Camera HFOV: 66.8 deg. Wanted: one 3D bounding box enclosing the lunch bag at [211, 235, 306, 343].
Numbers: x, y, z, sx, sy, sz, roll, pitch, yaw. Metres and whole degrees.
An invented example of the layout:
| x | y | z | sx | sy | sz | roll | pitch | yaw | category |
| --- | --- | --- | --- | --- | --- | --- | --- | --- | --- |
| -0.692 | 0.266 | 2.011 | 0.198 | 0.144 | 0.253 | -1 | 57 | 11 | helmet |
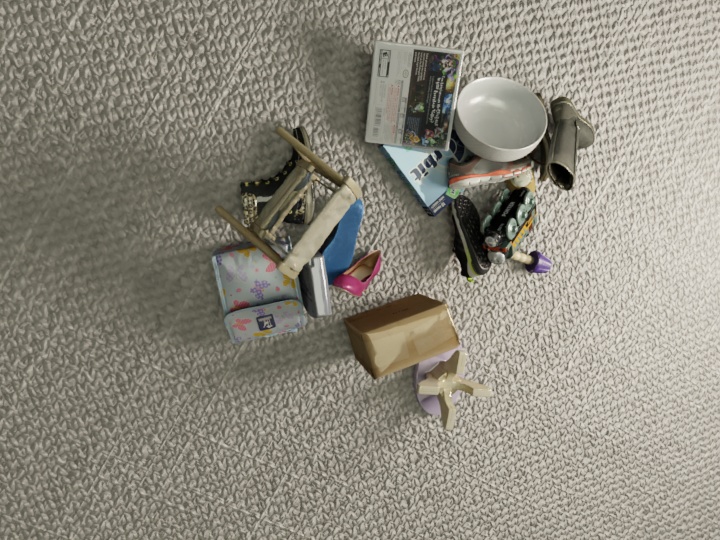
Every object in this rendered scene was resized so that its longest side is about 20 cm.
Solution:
| x | y | z | sx | sy | sz | roll | pitch | yaw | category |
| --- | --- | --- | --- | --- | --- | --- | --- | --- | --- |
| -0.207 | 0.043 | 1.140 | 0.168 | 0.127 | 0.202 | -9 | 105 | -8 | lunch bag |

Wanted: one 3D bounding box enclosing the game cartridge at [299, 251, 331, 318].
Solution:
| x | y | z | sx | sy | sz | roll | pitch | yaw | category |
| --- | --- | --- | --- | --- | --- | --- | --- | --- | --- |
| -0.100 | 0.025 | 1.124 | 0.040 | 0.200 | 0.135 | -6 | 101 | -15 | game cartridge |

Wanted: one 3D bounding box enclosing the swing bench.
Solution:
| x | y | z | sx | sy | sz | roll | pitch | yaw | category |
| --- | --- | --- | --- | --- | --- | --- | --- | --- | --- |
| -0.121 | -0.114 | 1.009 | 0.200 | 0.130 | 0.199 | 39 | 89 | 25 | swing bench |

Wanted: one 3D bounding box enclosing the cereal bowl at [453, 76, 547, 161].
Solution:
| x | y | z | sx | sy | sz | roll | pitch | yaw | category |
| --- | --- | --- | --- | --- | --- | --- | --- | --- | --- |
| 0.290 | -0.311 | 1.168 | 0.197 | 0.084 | 0.202 | 3 | 63 | -5 | cereal bowl |

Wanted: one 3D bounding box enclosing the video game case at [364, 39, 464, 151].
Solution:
| x | y | z | sx | sy | sz | roll | pitch | yaw | category |
| --- | --- | --- | --- | --- | --- | --- | --- | --- | --- |
| 0.108 | -0.357 | 1.127 | 0.179 | 0.023 | 0.202 | 7 | 113 | 1 | video game case |

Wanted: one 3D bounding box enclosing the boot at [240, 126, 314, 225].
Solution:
| x | y | z | sx | sy | sz | roll | pitch | yaw | category |
| --- | --- | --- | --- | --- | --- | --- | --- | --- | --- |
| -0.175 | -0.194 | 1.138 | 0.152 | 0.073 | 0.206 | -4 | 98 | -11 | boot |

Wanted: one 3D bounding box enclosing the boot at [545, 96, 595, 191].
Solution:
| x | y | z | sx | sy | sz | roll | pitch | yaw | category |
| --- | --- | --- | --- | --- | --- | --- | --- | --- | --- |
| 0.475 | -0.268 | 1.232 | 0.181 | 0.072 | 0.202 | 29 | 53 | -33 | boot |

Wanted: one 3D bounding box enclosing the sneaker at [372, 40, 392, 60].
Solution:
| x | y | z | sx | sy | sz | roll | pitch | yaw | category |
| --- | --- | --- | --- | --- | --- | --- | --- | --- | --- |
| 0.110 | -0.409 | 1.166 | 0.199 | 0.080 | 0.071 | 36 | 88 | -10 | sneaker |

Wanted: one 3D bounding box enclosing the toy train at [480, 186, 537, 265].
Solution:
| x | y | z | sx | sy | sz | roll | pitch | yaw | category |
| --- | --- | --- | --- | --- | --- | --- | --- | --- | --- |
| 0.340 | -0.102 | 1.237 | 0.200 | 0.085 | 0.115 | -50 | 135 | -34 | toy train |

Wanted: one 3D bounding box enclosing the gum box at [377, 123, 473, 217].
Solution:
| x | y | z | sx | sy | sz | roll | pitch | yaw | category |
| --- | --- | --- | --- | --- | --- | --- | --- | --- | --- |
| 0.165 | -0.253 | 1.229 | 0.170 | 0.045 | 0.200 | -42 | 105 | -6 | gum box |

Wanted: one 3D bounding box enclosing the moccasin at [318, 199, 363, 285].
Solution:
| x | y | z | sx | sy | sz | roll | pitch | yaw | category |
| --- | --- | --- | --- | --- | --- | --- | --- | --- | --- |
| -0.045 | -0.064 | 1.196 | 0.080 | 0.068 | 0.202 | 24 | 93 | -24 | moccasin |

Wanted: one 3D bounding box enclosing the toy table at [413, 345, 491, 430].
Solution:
| x | y | z | sx | sy | sz | roll | pitch | yaw | category |
| --- | --- | --- | --- | --- | --- | --- | --- | --- | --- |
| 0.202 | 0.260 | 1.285 | 0.182 | 0.117 | 0.203 | -6 | 101 | -13 | toy table |

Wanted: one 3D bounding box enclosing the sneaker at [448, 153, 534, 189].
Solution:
| x | y | z | sx | sy | sz | roll | pitch | yaw | category |
| --- | --- | --- | --- | --- | --- | --- | --- | --- | --- |
| 0.286 | -0.236 | 1.202 | 0.198 | 0.077 | 0.083 | -12 | 89 | -10 | sneaker |

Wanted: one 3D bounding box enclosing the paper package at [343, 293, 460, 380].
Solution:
| x | y | z | sx | sy | sz | roll | pitch | yaw | category |
| --- | --- | --- | --- | --- | --- | --- | --- | --- | --- |
| 0.084 | 0.136 | 1.194 | 0.198 | 0.191 | 0.105 | -19 | 99 | -11 | paper package |

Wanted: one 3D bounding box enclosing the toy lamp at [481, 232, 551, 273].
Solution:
| x | y | z | sx | sy | sz | roll | pitch | yaw | category |
| --- | --- | --- | --- | --- | --- | --- | --- | --- | --- |
| 0.368 | -0.036 | 1.311 | 0.198 | 0.058 | 0.059 | 15 | 95 | -15 | toy lamp |

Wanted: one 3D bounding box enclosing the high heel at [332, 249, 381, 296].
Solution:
| x | y | z | sx | sy | sz | roll | pitch | yaw | category |
| --- | --- | --- | --- | --- | --- | --- | --- | --- | --- |
| 0.000 | 0.000 | 1.157 | 0.067 | 0.200 | 0.097 | 26 | 98 | 18 | high heel |

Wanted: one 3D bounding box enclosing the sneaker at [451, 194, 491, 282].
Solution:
| x | y | z | sx | sy | sz | roll | pitch | yaw | category |
| --- | --- | --- | --- | --- | --- | --- | --- | --- | --- |
| 0.234 | -0.072 | 1.262 | 0.071 | 0.083 | 0.202 | -4 | 75 | -37 | sneaker |

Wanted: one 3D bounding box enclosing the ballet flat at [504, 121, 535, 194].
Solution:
| x | y | z | sx | sy | sz | roll | pitch | yaw | category |
| --- | --- | --- | --- | --- | --- | --- | --- | --- | --- |
| 0.357 | -0.254 | 1.266 | 0.068 | 0.063 | 0.202 | -21 | 103 | 13 | ballet flat |

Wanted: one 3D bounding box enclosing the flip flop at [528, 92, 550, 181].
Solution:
| x | y | z | sx | sy | sz | roll | pitch | yaw | category |
| --- | --- | --- | --- | --- | --- | --- | --- | --- | --- |
| 0.409 | -0.307 | 1.273 | 0.057 | 0.081 | 0.202 | -10 | 103 | 10 | flip flop |
